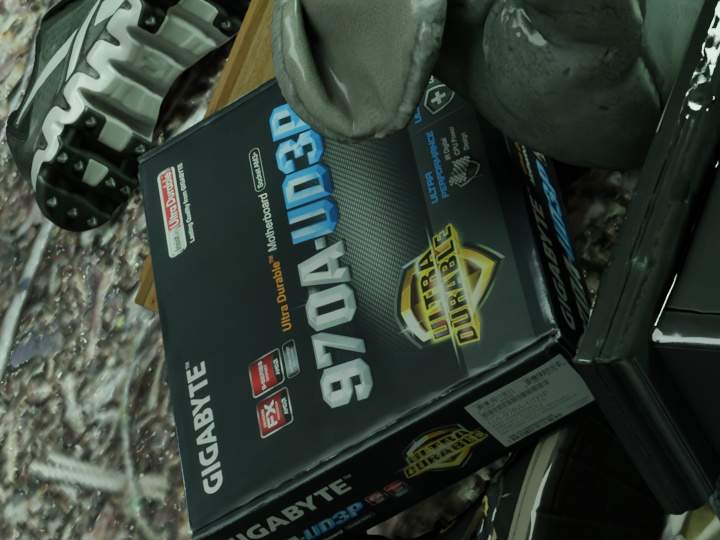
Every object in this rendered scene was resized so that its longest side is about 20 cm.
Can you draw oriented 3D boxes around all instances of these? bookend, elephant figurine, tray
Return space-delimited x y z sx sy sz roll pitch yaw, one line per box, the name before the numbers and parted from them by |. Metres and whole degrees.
bookend | 0.197 -0.021 0.867 0.198 0.092 0.201 4 56 33
elephant figurine | 0.023 -0.111 0.953 0.199 0.141 0.156 5 73 28
tray | -0.040 -0.084 1.158 0.099 0.037 0.201 -78 10 -68

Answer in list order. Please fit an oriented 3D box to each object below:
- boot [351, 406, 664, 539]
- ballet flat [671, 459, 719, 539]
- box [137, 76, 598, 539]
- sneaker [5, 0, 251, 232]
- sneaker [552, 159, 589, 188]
boot | 0.028 0.108 1.023 0.150 0.073 0.201 7 77 45
ballet flat | 0.139 0.088 0.933 0.074 0.074 0.200 -40 39 18
box | 0.000 0.000 1.027 0.159 0.046 0.201 -29 44 18
sneaker | -0.110 -0.121 1.313 0.200 0.066 0.090 -56 42 3
sneaker | 0.023 -0.032 1.133 0.200 0.075 0.079 -38 31 11
